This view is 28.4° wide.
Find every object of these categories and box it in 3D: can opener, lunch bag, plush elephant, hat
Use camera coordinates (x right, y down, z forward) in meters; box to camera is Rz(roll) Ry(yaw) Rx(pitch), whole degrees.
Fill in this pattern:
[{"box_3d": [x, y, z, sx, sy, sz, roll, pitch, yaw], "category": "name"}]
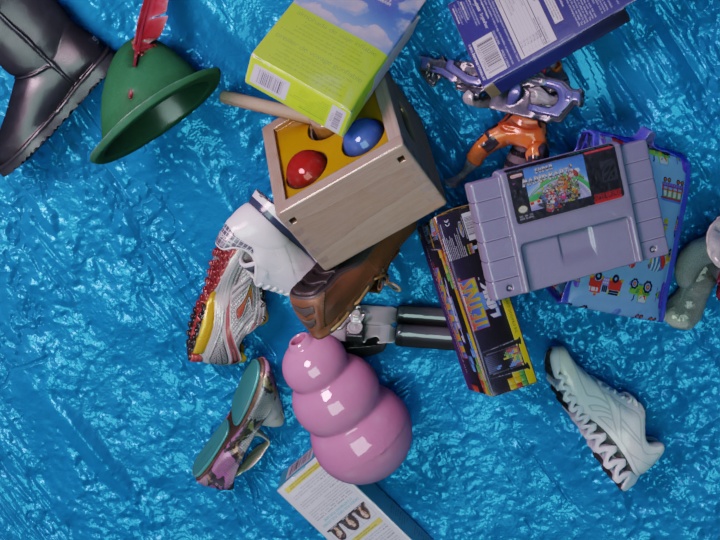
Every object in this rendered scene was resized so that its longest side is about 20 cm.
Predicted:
[{"box_3d": [0.058, 0.071, 1.686, 0.198, 0.053, 0.067, 1, 145, 7], "category": "can opener"}, {"box_3d": [0.282, -0.059, 1.557, 0.150, 0.094, 0.201, 11, 103, -32], "category": "lunch bag"}, {"box_3d": [0.432, 0.001, 1.554, 0.163, 0.155, 0.201, 7, 112, 3], "category": "plush elephant"}, {"box_3d": [-0.262, -0.241, 1.564, 0.177, 0.200, 0.166, 54, 146, 2], "category": "hat"}]

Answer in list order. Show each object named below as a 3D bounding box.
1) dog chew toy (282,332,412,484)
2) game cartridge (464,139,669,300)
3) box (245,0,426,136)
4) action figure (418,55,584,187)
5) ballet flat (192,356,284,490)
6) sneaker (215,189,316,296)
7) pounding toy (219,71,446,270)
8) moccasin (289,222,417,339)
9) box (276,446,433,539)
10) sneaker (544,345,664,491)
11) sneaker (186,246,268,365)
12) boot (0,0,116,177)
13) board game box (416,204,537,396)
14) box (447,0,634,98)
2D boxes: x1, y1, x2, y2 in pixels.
[{"box_3d": [-0.023, 0.155, 1.669, 0.124, 0.125, 0.201, -26, 116, 15], "category": "dog chew toy"}, {"box_3d": [0.215, -0.055, 1.477, 0.199, 0.038, 0.131, -15, 101, -11], "category": "game cartridge"}, {"box_3d": [-0.024, -0.244, 1.505, 0.121, 0.200, 0.048, 30, 142, 3], "category": "box"}, {"box_3d": [0.157, -0.177, 1.571, 0.199, 0.104, 0.195, 26, 107, 26], "category": "action figure"}, {"box_3d": [-0.137, 0.190, 1.742, 0.071, 0.069, 0.201, 20, 117, -21], "category": "ballet flat"}, {"box_3d": [-0.086, -0.006, 1.619, 0.081, 0.076, 0.200, -47, 128, -6], "category": "sneaker"}, {"box_3d": [-0.035, -0.135, 1.549, 0.183, 0.201, 0.142, -29, 131, 14], "category": "pounding toy"}, {"box_3d": [0.001, 0.000, 1.591, 0.073, 0.202, 0.078, 2, 128, 35], "category": "moccasin"}, {"box_3d": [-0.004, 0.306, 1.773, 0.082, 0.049, 0.200, -41, 102, 18], "category": "box"}, {"box_3d": [0.286, 0.163, 1.684, 0.081, 0.075, 0.201, -34, 106, 3], "category": "sneaker"}, {"box_3d": [-0.142, 0.021, 1.677, 0.082, 0.078, 0.201, 14, 114, -18], "category": "sneaker"}, {"box_3d": [-0.392, -0.228, 1.597, 0.168, 0.076, 0.200, 42, 102, -14], "category": "boot"}, {"box_3d": [0.124, 0.033, 1.564, 0.056, 0.165, 0.201, -18, 89, -6], "category": "board game box"}, {"box_3d": [0.201, -0.281, 1.501, 0.199, 0.122, 0.032, -29, 149, 17], "category": "box"}]
